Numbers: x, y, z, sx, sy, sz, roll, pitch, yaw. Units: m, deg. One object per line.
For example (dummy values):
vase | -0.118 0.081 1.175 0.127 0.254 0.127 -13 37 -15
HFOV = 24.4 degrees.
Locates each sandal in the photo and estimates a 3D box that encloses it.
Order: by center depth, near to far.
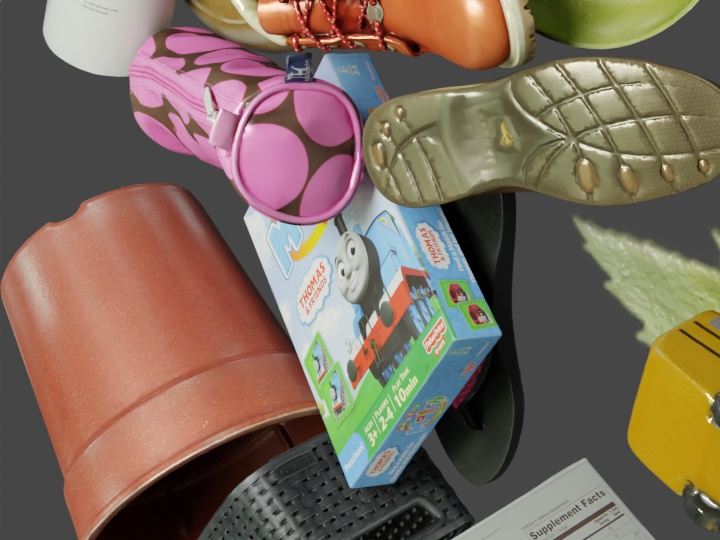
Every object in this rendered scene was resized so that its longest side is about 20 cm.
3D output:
sandal | 0.054 0.031 0.954 0.075 0.045 0.202 20 122 42

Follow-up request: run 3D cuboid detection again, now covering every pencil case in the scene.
pencil case | -0.073 -0.090 0.956 0.200 0.093 0.092 29 112 61

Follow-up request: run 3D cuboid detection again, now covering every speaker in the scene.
speaker | -0.139 -0.217 0.991 0.081 0.081 0.201 42 134 28

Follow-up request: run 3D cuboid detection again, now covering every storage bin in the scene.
storage bin | -0.034 0.188 1.056 0.094 0.134 0.201 52 139 18

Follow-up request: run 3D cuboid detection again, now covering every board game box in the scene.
board game box | 0.000 0.000 0.968 0.152 0.036 0.202 -59 44 45

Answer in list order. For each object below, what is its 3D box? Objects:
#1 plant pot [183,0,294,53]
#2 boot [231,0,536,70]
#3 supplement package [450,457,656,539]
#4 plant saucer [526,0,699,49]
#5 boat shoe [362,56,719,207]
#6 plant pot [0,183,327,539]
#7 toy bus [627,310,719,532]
plant pot | -0.077 -0.227 1.000 0.199 0.027 0.202 24 125 40
boot | 0.007 -0.135 0.846 0.200 0.106 0.076 35 145 53
supplement package | 0.073 0.229 0.936 0.111 0.155 0.201 49 137 20
plant saucer | 0.110 -0.208 0.790 0.199 0.031 0.202 23 123 42
boat shoe | 0.099 -0.073 0.840 0.198 0.067 0.073 -2 104 32
plant pot | -0.130 0.064 1.080 0.196 0.199 0.201 60 141 21
toy bus | 0.216 0.101 0.774 0.199 0.078 0.066 36 130 34
